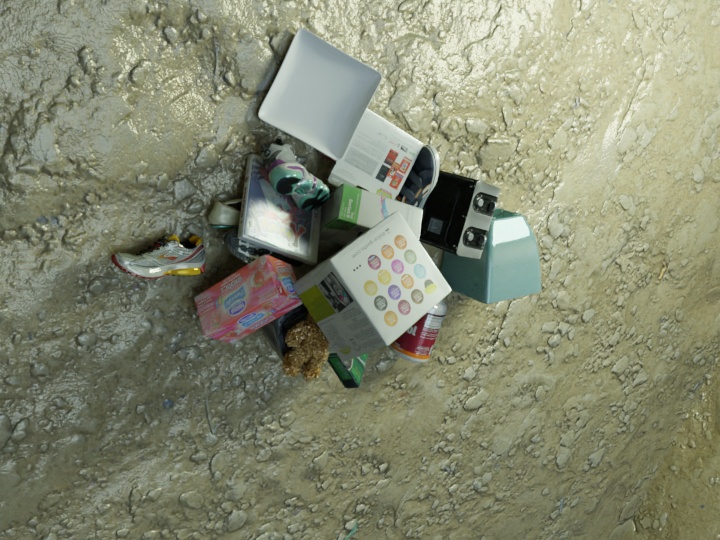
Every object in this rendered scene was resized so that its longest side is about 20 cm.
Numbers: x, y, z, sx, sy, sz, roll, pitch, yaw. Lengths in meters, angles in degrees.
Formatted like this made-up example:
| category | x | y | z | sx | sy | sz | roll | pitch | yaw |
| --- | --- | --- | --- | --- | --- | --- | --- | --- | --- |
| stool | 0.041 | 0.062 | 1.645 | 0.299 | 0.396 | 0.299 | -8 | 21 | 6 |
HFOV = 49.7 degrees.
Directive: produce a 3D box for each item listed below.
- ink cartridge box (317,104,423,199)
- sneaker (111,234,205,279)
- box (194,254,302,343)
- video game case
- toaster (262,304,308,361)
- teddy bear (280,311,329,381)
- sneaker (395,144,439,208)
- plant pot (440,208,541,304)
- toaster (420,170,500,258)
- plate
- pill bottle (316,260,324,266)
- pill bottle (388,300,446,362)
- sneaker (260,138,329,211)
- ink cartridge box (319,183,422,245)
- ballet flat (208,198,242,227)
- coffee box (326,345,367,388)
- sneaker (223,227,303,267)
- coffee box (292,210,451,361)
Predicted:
| category | x | y | z | sx | sy | sz | roll | pitch | yaw |
| --- | --- | --- | --- | --- | --- | --- | --- | --- | --- |
| ink cartridge box | 0.014 | -0.251 | 1.716 | 0.199 | 0.084 | 0.177 | 24 | 96 | -40 |
| sneaker | -0.400 | -0.034 | 1.543 | 0.198 | 0.077 | 0.083 | -6 | 112 | -43 |
| box | -0.233 | 0.061 | 1.614 | 0.198 | 0.096 | 0.102 | -29 | 154 | 20 |
| video game case | -0.163 | -0.126 | 1.631 | 0.199 | 0.023 | 0.185 | 20 | 66 | -40 |
| toaster | -0.161 | 0.115 | 1.741 | 0.113 | 0.129 | 0.202 | -30 | 127 | -21 |
| teddy bear | -0.096 | 0.151 | 1.665 | 0.144 | 0.067 | 0.201 | 36 | 95 | -28 |
| sneaker | 0.120 | -0.198 | 1.792 | 0.079 | 0.079 | 0.201 | -14 | 141 | -29 |
| plant pot | 0.335 | -0.050 | 1.981 | 0.194 | 0.196 | 0.203 | -9 | 109 | -31 |
| toaster | 0.223 | -0.135 | 1.865 | 0.118 | 0.199 | 0.183 | 11 | 98 | -40 |
| plate | -0.083 | -0.358 | 1.592 | 0.198 | 0.032 | 0.201 | 26 | 97 | -15 |
| pill bottle | 0.000 | 0.000 | 1.810 | 0.198 | 0.112 | 0.114 | -15 | 120 | -30 |
| pill bottle | 0.152 | 0.123 | 1.978 | 0.112 | 0.113 | 0.202 | 9 | 106 | -38 |
| sneaker | -0.140 | -0.211 | 1.610 | 0.077 | 0.141 | 0.200 | -32 | 157 | 11 |
| ink cartridge box | 0.018 | -0.106 | 1.706 | 0.198 | 0.145 | 0.089 | 14 | 73 | -22 |
| ballet flat | -0.223 | -0.116 | 1.631 | 0.198 | 0.069 | 0.070 | 4 | 110 | -36 |
| coffee box | -0.021 | 0.161 | 1.845 | 0.124 | 0.043 | 0.201 | 61 | 33 | -36 |
| sneaker | -0.214 | -0.045 | 1.649 | 0.198 | 0.088 | 0.078 | 14 | 83 | -42 |
| coffee box | 0.020 | 0.037 | 1.559 | 0.199 | 0.200 | 0.199 | -36 | 93 | -31 |
